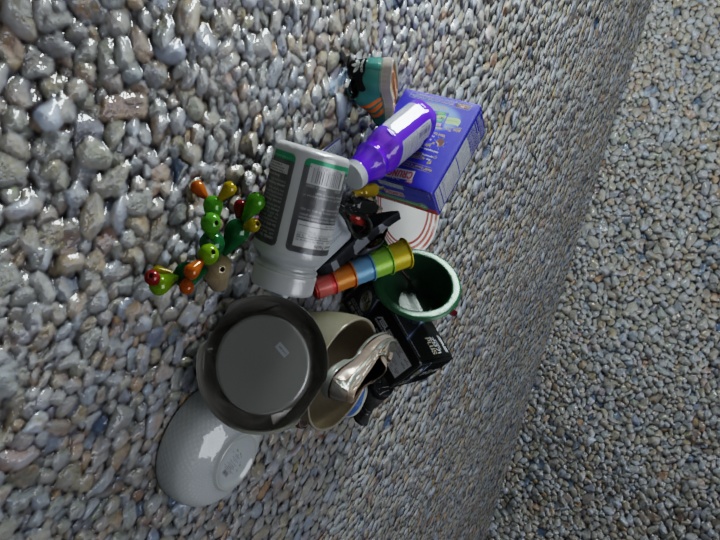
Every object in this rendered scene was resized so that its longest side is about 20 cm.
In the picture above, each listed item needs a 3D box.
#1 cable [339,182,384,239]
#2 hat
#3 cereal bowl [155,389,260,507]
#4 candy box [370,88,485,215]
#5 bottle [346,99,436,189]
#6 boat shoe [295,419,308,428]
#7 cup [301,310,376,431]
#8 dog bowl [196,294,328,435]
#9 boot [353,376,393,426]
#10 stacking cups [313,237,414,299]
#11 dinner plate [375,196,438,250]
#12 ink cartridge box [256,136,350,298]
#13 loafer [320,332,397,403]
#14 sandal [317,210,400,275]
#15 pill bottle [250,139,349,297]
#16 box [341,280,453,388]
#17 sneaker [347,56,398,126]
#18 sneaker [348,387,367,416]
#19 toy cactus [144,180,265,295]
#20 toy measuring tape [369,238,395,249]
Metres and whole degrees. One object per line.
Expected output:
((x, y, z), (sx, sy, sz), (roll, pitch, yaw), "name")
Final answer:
((-0.030, -0.108, 1.146), (0.197, 0.050, 0.099), (6, 109, -49), "cable")
((0.109, 0.077, 1.354), (0.178, 0.195, 0.168), (101, 2, -52), "hat")
((-0.224, 0.285, 1.088), (0.200, 0.082, 0.204), (-41, 141, -43), "cereal bowl")
((0.112, -0.219, 1.252), (0.202, 0.166, 0.077), (-58, 148, -18), "candy box")
((0.048, -0.207, 1.138), (0.200, 0.065, 0.084), (-43, 166, -31), "bottle")
((-0.077, 0.214, 1.307), (0.072, 0.071, 0.205), (16, 94, -61), "boat shoe")
((-0.083, 0.152, 1.183), (0.200, 0.141, 0.204), (-40, 141, -42), "cup")
((-0.145, 0.141, 1.029), (0.204, 0.197, 0.059), (-64, -179, -8), "dog bowl")
((0.025, 0.227, 1.504), (0.133, 0.069, 0.202), (-58, -169, 42), "boot")
((0.000, 0.000, 1.252), (0.196, 0.061, 0.062), (-21, 133, -17), "stacking cups")
((0.091, -0.131, 1.374), (0.197, 0.024, 0.206), (2, 88, -47), "dinner plate")
((-0.092, -0.089, 1.114), (0.196, 0.043, 0.204), (-44, 139, -39), "ink cartridge box")
((0.013, 0.168, 1.146), (0.199, 0.062, 0.074), (-28, 133, -51), "loafer")
((-0.005, -0.047, 1.247), (0.199, 0.076, 0.043), (-38, 114, -23), "sandal")
((-0.090, -0.073, 0.975), (0.112, 0.111, 0.205), (0, 108, -60), "pill bottle")
((0.076, 0.119, 1.371), (0.086, 0.203, 0.163), (-38, 160, 22), "box")
((0.021, -0.302, 1.153), (0.200, 0.078, 0.073), (74, 27, -76), "sneaker")
((-0.025, 0.200, 1.381), (0.111, 0.075, 0.205), (6, 99, -67), "sneaker")
((-0.208, -0.026, 0.924), (0.202, 0.101, 0.166), (-56, 168, -28), "toy cactus")
((0.069, -0.029, 1.410), (0.199, 0.072, 0.075), (4, 105, -61), "toy measuring tape")
